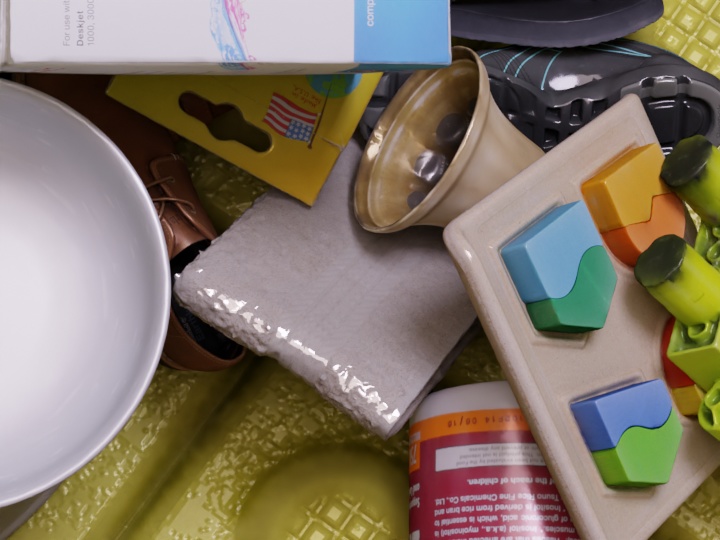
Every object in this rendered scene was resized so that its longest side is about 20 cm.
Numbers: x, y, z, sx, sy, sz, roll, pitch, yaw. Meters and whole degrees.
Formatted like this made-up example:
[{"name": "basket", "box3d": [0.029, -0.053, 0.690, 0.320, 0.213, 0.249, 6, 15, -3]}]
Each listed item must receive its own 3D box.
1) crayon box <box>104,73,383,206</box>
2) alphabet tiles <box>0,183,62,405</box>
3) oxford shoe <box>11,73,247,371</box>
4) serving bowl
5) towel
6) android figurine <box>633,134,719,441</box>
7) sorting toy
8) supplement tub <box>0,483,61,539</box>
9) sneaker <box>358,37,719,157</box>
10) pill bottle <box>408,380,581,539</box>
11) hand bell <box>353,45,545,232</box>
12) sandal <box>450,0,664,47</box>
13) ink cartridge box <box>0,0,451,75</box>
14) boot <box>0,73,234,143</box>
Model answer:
[{"name": "crayon box", "box3d": [-0.038, -0.149, 1.059, 0.127, 0.051, 0.200, 29, 83, -17]}, {"name": "alphabet tiles", "box3d": [-0.250, -0.008, 0.987, 0.200, 0.008, 0.167, 15, 80, -3]}, {"name": "oxford shoe", "box3d": [-0.108, -0.038, 1.052, 0.071, 0.071, 0.200, -35, 108, -21]}, {"name": "serving bowl", "box3d": [-0.188, 0.013, 0.954, 0.200, 0.066, 0.200, 1, 82, -6]}, {"name": "towel", "box3d": [0.000, 0.000, 1.058, 0.132, 0.034, 0.200, 32, 36, 8]}, {"name": "android figurine", "box3d": [0.218, 0.024, 1.049, 0.200, 0.041, 0.182, 40, 53, -28]}, {"name": "sorting toy", "box3d": [0.132, 0.025, 1.010, 0.200, 0.036, 0.185, -37, 105, -48]}, {"name": "supplement tub", "box3d": [-0.245, 0.050, 1.053, 0.200, 0.123, 0.123, 42, 79, 12]}, {"name": "sneaker", "box3d": [0.096, -0.089, 1.120, 0.200, 0.075, 0.079, 1, 29, -3]}, {"name": "pill bottle", "box3d": [0.079, 0.162, 1.025, 0.113, 0.113, 0.200, 1, 74, 0]}, {"name": "hand bell", "box3d": [0.105, -0.022, 1.073, 0.200, 0.104, 0.104, 29, 74, -25]}, {"name": "sandal", "box3d": [0.064, -0.153, 1.119, 0.200, 0.076, 0.043, 5, 112, 9]}, {"name": "ink cartridge box", "box3d": [-0.075, -0.131, 0.945, 0.200, 0.145, 0.085, -3, 95, -18]}, {"name": "boot", "box3d": [-0.131, -0.068, 1.120, 0.155, 0.077, 0.200, -16, 68, -8]}]
